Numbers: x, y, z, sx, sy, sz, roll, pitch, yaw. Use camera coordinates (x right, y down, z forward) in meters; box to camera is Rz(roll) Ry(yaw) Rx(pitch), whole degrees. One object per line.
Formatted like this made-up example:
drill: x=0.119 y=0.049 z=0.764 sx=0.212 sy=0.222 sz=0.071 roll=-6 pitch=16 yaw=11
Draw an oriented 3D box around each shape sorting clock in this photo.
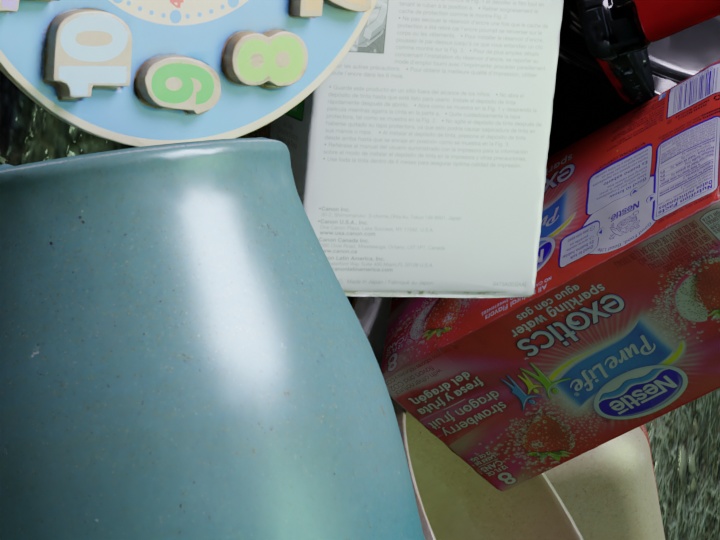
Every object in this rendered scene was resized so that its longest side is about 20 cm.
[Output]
shape sorting clock: x=-0.065 y=-0.145 z=0.967 sx=0.200 sy=0.039 sz=0.201 roll=-6 pitch=103 yaw=-29

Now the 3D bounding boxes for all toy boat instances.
toy boat: x=0.107 y=0.128 z=1.552 sx=0.131 sy=0.130 sz=0.200 roll=-103 pitch=180 yaw=-47

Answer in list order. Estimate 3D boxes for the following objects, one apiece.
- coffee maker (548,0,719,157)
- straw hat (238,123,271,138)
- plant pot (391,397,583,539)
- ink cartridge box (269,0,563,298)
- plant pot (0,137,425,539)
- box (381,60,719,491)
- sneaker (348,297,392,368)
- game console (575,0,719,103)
coffee maker: x=0.130 y=-0.067 z=1.279 sx=0.200 sy=0.134 sz=0.193 roll=104 pitch=-9 yaw=-61
straw hat: x=-0.014 y=-0.097 z=1.151 sx=0.201 sy=0.085 sz=0.202 roll=-13 pitch=110 yaw=-40
plant pot: x=0.024 y=0.169 z=1.251 sx=0.200 sy=0.134 sz=0.200 roll=49 pitch=21 yaw=-26
ink cartridge box: x=0.024 y=-0.091 z=1.072 sx=0.050 sy=0.109 sz=0.201 roll=-152 pitch=-114 yaw=-66
plant pot: x=-0.079 y=0.053 z=0.929 sx=0.200 sy=0.200 sz=0.189 roll=-4 pitch=85 yaw=-69
box: x=0.114 y=0.005 z=1.185 sx=0.095 sy=0.200 sz=0.100 roll=43 pitch=36 yaw=-27
sneaker: x=0.000 y=0.000 z=1.256 sx=0.200 sy=0.073 sz=0.085 roll=-58 pitch=151 yaw=-45
game console: x=0.136 y=-0.191 z=1.101 sx=0.172 sy=0.118 sz=0.201 roll=32 pitch=47 yaw=-74
